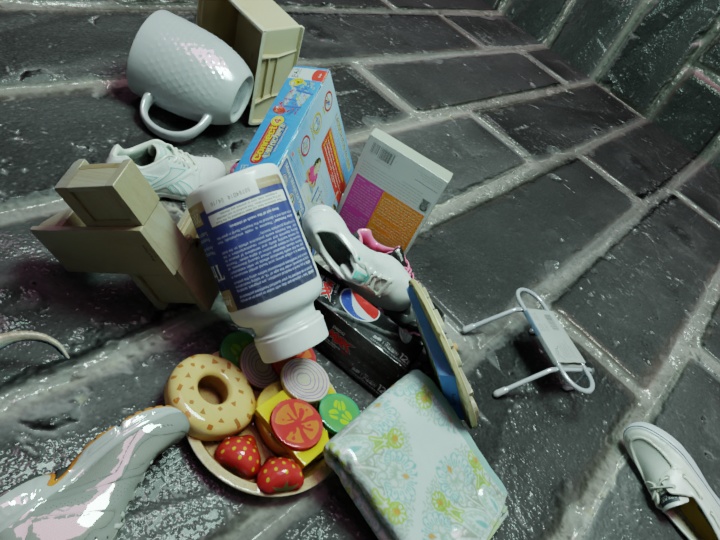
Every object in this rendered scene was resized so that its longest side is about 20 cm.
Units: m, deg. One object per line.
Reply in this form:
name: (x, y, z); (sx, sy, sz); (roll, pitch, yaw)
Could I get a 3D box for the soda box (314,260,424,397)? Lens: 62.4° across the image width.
soda box: (-0.019, 0.075, 0.790); (0.199, 0.071, 0.063); (37, 36, 9)

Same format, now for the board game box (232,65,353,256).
board game box: (-0.083, -0.139, 0.833); (0.055, 0.201, 0.198); (12, 61, 18)

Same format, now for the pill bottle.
pill bottle: (-0.108, -0.006, 0.664); (0.110, 0.110, 0.203); (-27, 98, -47)

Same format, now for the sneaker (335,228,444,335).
sneaker: (0.050, 0.014, 0.884); (0.199, 0.096, 0.079); (38, 37, 8)

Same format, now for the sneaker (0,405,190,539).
sneaker: (-0.228, 0.204, 0.529); (0.092, 0.076, 0.199); (48, 49, 12)

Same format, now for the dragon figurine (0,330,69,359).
dragon figurine: (-0.391, 0.085, 0.555); (0.199, 0.100, 0.059); (9, 37, -53)

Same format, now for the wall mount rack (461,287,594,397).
wall mount rack: (0.262, 0.122, 0.921); (0.172, 0.075, 0.202); (6, 44, -32)

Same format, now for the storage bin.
storage bin: (-0.213, -0.408, 1.097); (0.093, 0.200, 0.200); (-25, 62, -37)

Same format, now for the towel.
towel: (0.071, 0.231, 0.663); (0.170, 0.048, 0.201); (-29, 80, -48)

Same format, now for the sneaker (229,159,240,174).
sneaker: (-0.124, -0.151, 0.974); (0.198, 0.074, 0.088); (6, 44, -34)

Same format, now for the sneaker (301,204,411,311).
sneaker: (0.000, 0.000, 0.798); (0.199, 0.075, 0.089); (39, 11, -20)

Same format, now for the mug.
mug: (-0.287, -0.306, 0.997); (0.173, 0.148, 0.202); (26, 71, -1)

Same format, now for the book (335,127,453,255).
book: (0.035, -0.095, 0.907); (0.133, 0.201, 0.048); (32, 39, 3)

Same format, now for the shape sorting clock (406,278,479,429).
shape sorting clock: (0.106, 0.104, 0.761); (0.039, 0.201, 0.202); (-19, 49, 2)

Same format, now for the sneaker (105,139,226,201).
sneaker: (-0.277, -0.147, 0.867); (0.199, 0.081, 0.070); (-18, 56, -45)

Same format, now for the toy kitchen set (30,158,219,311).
toy kitchen set: (-0.259, -0.081, 0.712); (0.161, 0.201, 0.182); (1, 51, 22)

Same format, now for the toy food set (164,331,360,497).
toy food set: (-0.103, 0.153, 0.670); (0.200, 0.049, 0.197); (43, 40, 17)

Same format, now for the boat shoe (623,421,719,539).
boat shoe: (0.438, 0.307, 0.830); (0.069, 0.071, 0.201); (-11, 60, -43)
